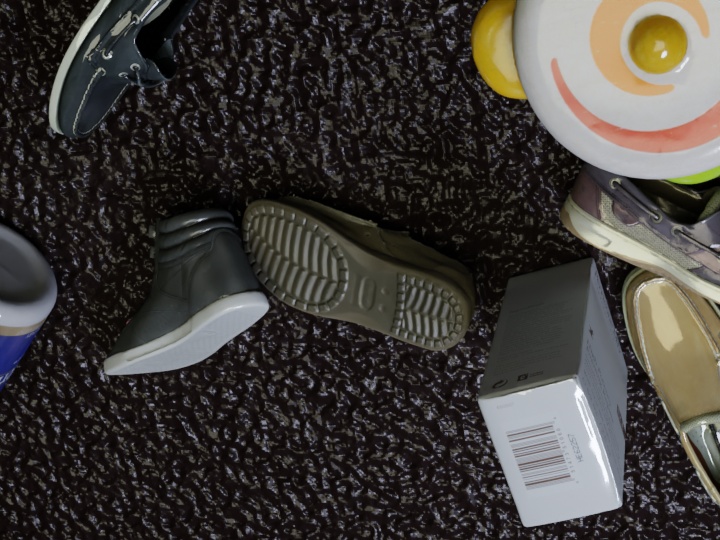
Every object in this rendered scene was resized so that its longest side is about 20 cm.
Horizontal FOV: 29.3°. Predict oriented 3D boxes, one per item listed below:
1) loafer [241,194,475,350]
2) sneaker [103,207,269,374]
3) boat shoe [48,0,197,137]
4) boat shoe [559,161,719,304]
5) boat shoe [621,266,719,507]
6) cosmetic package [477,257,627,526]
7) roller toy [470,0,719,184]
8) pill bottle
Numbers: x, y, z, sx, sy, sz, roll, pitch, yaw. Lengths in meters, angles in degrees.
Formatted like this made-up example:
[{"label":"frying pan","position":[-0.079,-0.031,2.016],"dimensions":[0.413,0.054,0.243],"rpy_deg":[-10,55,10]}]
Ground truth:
[{"label":"loafer","position":[0.000,0.000,1.032],"dimensions":[0.198,0.067,0.077],"rpy_deg":[27,115,19]},{"label":"sneaker","position":[-0.146,0.016,1.078],"dimensions":[0.199,0.070,0.101],"rpy_deg":[-31,69,45]},{"label":"boat shoe","position":[-0.156,-0.167,0.992],"dimensions":[0.066,0.074,0.200],"rpy_deg":[38,107,9]},{"label":"boat shoe","position":[0.239,-0.027,0.956],"dimensions":[0.198,0.072,0.066],"rpy_deg":[22,123,10]},{"label":"boat shoe","position":[0.248,0.089,1.000],"dimensions":[0.071,0.076,0.202],"rpy_deg":[-25,105,22]},{"label":"cosmetic package","position":[0.139,0.078,0.953],"dimensions":[0.073,0.200,0.103],"rpy_deg":[-14,110,19]},{"label":"roller toy","position":[0.188,-0.159,0.873],"dimensions":[0.198,0.140,0.184],"rpy_deg":[32,116,-1]},{"label":"pill bottle","position":[-0.337,0.063,1.112],"dimensions":[0.115,0.116,0.201],"rpy_deg":[36,117,-4]}]
